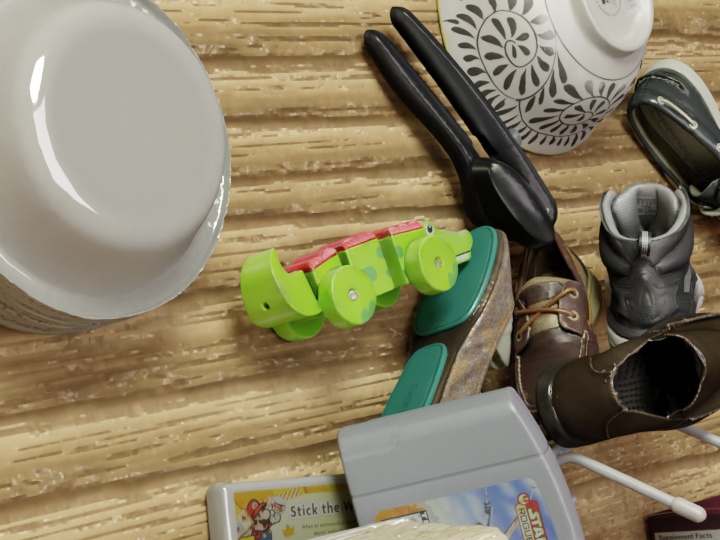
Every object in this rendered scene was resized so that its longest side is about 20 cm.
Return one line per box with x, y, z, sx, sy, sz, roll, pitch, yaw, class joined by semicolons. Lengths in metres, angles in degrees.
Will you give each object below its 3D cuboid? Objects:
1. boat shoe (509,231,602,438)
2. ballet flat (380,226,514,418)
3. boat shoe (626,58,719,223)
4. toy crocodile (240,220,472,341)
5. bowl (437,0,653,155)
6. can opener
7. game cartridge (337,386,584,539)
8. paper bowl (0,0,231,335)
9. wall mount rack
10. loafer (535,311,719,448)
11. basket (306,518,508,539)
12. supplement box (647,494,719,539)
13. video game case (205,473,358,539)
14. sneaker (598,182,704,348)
0.130;0.037;1.131;0.072;0.072;0.200;62;25;-25;boat shoe
0.066;0.061;1.104;0.067;0.068;0.201;48;51;-28;ballet flat
0.289;-0.080;1.348;0.200;0.076;0.060;47;51;-9;boat shoe
0.000;0.000;1.056;0.199;0.067;0.062;-19;92;-44;toy crocodile
0.160;-0.196;1.237;0.200;0.094;0.202;11;73;-41;bowl
0.076;-0.102;1.157;0.063;0.079;0.200;-38;98;-25;can opener
0.073;0.179;1.006;0.042;0.132;0.201;-24;98;-73;game cartridge
-0.156;-0.070;0.905;0.200;0.104;0.202;13;70;-42;paper bowl
0.163;0.134;1.088;0.200;0.173;0.075;-22;90;-55;wall mount rack
0.206;0.071;1.059;0.199;0.071;0.073;-17;89;-37;loafer
-0.008;0.252;0.887;0.199;0.161;0.199;-12;87;-25;basket
0.302;0.276;1.257;0.110;0.085;0.201;-5;83;-43;supplement box
-0.006;0.221;1.028;0.199;0.023;0.183;2;79;-42;video game case
0.215;-0.016;1.199;0.200;0.075;0.114;-66;152;-67;sneaker
